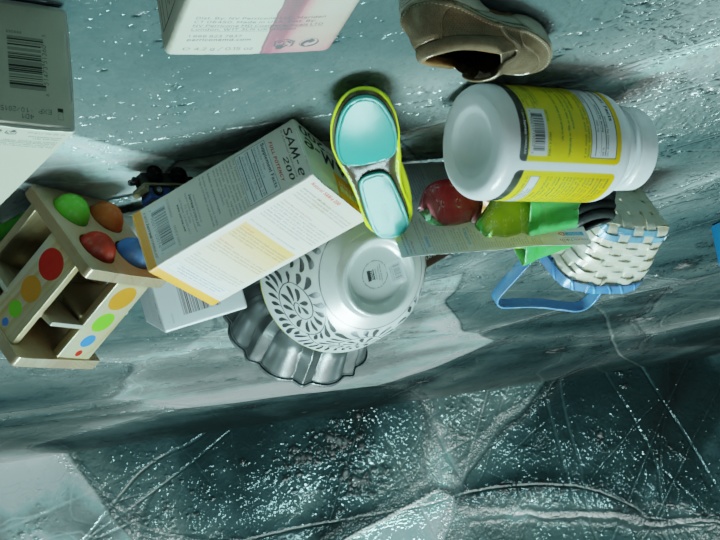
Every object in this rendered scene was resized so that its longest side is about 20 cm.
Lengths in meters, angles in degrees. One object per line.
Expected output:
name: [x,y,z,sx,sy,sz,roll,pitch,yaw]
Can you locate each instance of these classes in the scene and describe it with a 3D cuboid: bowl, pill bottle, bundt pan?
bowl: [0.000,0.000,1.418,0.200,0.201,0.094,-2,-170,-26]
pill bottle: [0.190,-0.123,1.297,0.200,0.113,0.112,0,164,-30]
bundt pan: [-0.072,0.052,1.712,0.201,0.202,0.076,-2,139,-27]

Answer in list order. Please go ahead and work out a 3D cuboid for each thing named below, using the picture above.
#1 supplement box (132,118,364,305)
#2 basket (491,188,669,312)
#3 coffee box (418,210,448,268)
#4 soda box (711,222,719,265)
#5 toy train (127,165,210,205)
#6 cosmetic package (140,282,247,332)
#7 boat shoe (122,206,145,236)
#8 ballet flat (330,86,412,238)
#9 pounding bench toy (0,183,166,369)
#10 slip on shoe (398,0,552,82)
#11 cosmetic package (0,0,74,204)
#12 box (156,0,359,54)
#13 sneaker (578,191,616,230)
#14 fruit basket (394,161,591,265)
supplement box: [-0.111,-0.055,1.336,0.200,0.074,0.126,-28,152,15]
basket: [0.279,-0.021,1.665,0.176,0.139,0.200,3,131,-40]
coffee box: [0.011,-0.018,1.607,0.200,0.080,0.114,-24,-175,46]
soda box: [0.595,-0.065,1.888,0.068,0.064,0.200,-2,164,-25]
toy train: [-0.150,-0.081,1.390,0.200,0.046,0.034,1,164,-33]
cosmetic package: [-0.207,0.021,1.577,0.101,0.071,0.200,-17,-175,-15]
boat shoe: [-0.279,-0.031,1.478,0.200,0.071,0.070,-11,170,38]
ballet flat: [0.010,-0.116,1.281,0.067,0.067,0.200,-11,138,5]
pounding bench toy: [-0.327,-0.022,1.389,0.156,0.200,0.124,-48,154,17]
slip on shoe: [0.101,-0.184,1.102,0.076,0.061,0.200,-16,164,28]
cosmetic package: [-0.294,-0.121,1.026,0.071,0.105,0.200,3,161,-34]
box: [-0.049,-0.219,0.731,0.109,0.128,0.200,-4,166,-19]
sneaker: [0.201,-0.080,1.509,0.199,0.099,0.071,-10,168,8]
fruit basket: [0.124,-0.066,1.400,0.199,0.185,0.094,-10,125,-6]
